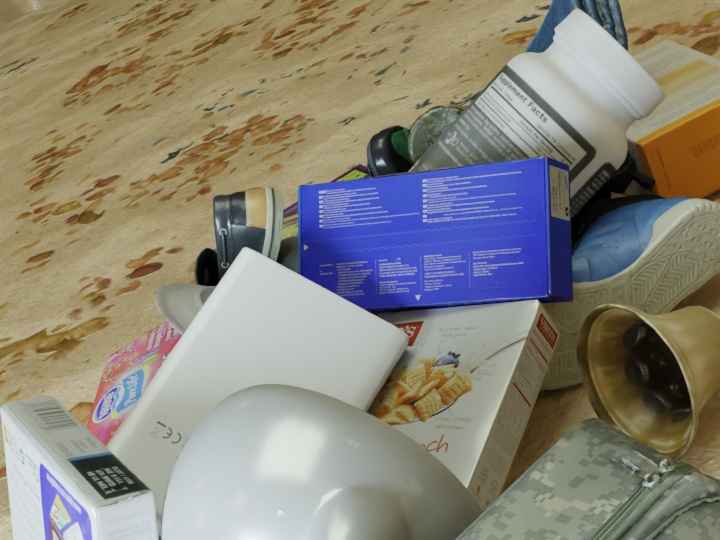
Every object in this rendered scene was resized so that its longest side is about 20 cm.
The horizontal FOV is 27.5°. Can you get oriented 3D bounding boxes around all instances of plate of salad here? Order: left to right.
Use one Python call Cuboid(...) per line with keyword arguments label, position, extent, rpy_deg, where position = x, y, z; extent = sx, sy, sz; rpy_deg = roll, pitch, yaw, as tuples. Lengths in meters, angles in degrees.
Cuboid(label="plate of salad", position=(-0.066, 0.066, 1.097), extent=(0.048, 0.199, 0.200), rpy_deg=(-64, 20, 11))

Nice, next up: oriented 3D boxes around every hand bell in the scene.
Cuboid(label="hand bell", position=(0.248, 0.036, 0.947), extent=(0.199, 0.105, 0.104), rpy_deg=(-22, 19, -27))

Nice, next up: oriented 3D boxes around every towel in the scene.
Cuboid(label="towel", position=(0.167, -0.157, 1.295), extent=(0.048, 0.201, 0.112), rpy_deg=(9, 48, -18))

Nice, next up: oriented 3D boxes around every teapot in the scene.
Cuboid(label="teapot", position=(-0.035, 0.168, 0.784), extent=(0.196, 0.201, 0.147), rpy_deg=(12, 56, 34))

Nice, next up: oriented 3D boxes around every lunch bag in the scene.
Cuboid(label="lunch bag", position=(0.121, 0.186, 0.665), extent=(0.200, 0.140, 0.167), rpy_deg=(-37, 44, -24))

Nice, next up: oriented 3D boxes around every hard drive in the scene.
Cuboid(label="hard drive", position=(-0.073, 0.095, 0.962), extent=(0.131, 0.025, 0.201), rpy_deg=(28, 65, 12))

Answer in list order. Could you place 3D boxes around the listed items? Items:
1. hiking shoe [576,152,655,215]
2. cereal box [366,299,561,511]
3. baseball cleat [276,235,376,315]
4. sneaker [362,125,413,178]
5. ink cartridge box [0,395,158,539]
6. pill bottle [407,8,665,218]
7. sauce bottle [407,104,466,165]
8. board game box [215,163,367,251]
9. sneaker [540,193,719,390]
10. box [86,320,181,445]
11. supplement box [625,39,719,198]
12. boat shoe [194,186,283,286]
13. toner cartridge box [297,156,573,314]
Cuboid(label="hiking shoe", position=(0.157, -0.064, 1.242), extent=(0.076, 0.101, 0.200), rpy_deg=(-47, 9, -29))
Cuboid(label="cereal box", position=(0.036, 0.110, 0.963), extent=(0.143, 0.040, 0.201), rpy_deg=(-6, 46, 39))
Cuboid(label="baseball cleat", position=(0.000, 0.000, 1.150), extent=(0.069, 0.107, 0.200), rpy_deg=(-21, 40, -34))
Cuboid(label="sneaker", position=(0.028, -0.074, 1.327), extent=(0.087, 0.075, 0.200), rpy_deg=(-16, -13, 18))
Cuboid(label="ink cartridge box", position=(-0.163, 0.196, 0.869), extent=(0.043, 0.202, 0.198), rpy_deg=(-8, 15, -27))
Cuboid(label="pill bottle", position=(0.126, -0.088, 1.100), extent=(0.200, 0.116, 0.116), rpy_deg=(-47, 21, 8))
Cuboid(label="sauce bottle", position=(0.079, -0.111, 1.255), extent=(0.064, 0.065, 0.200), rpy_deg=(-20, 5, 10))
Cuboid(label="board game box", position=(-0.051, -0.039, 1.467), extent=(0.199, 0.032, 0.120), rpy_deg=(-32, 20, -16))
Cuboid(label="sneaker", position=(0.169, 0.011, 1.074), extent=(0.199, 0.077, 0.111), rpy_deg=(-37, 16, -8))
Cuboid(label="box", position=(-0.137, 0.123, 1.085), extent=(0.095, 0.100, 0.200), rpy_deg=(-29, 22, 11))
Cuboid(label="supplement box", position=(0.266, -0.127, 1.277), extent=(0.125, 0.074, 0.200), rpy_deg=(-26, 22, -4))
Cuboid(label="boat shoe", position=(-0.108, 0.010, 1.218), extent=(0.062, 0.201, 0.075), rpy_deg=(3, 46, -13))
Cuboid(label="toner cartridge box", position=(0.049, -0.020, 1.031), extent=(0.199, 0.096, 0.043), rpy_deg=(-4, -8, 31))
